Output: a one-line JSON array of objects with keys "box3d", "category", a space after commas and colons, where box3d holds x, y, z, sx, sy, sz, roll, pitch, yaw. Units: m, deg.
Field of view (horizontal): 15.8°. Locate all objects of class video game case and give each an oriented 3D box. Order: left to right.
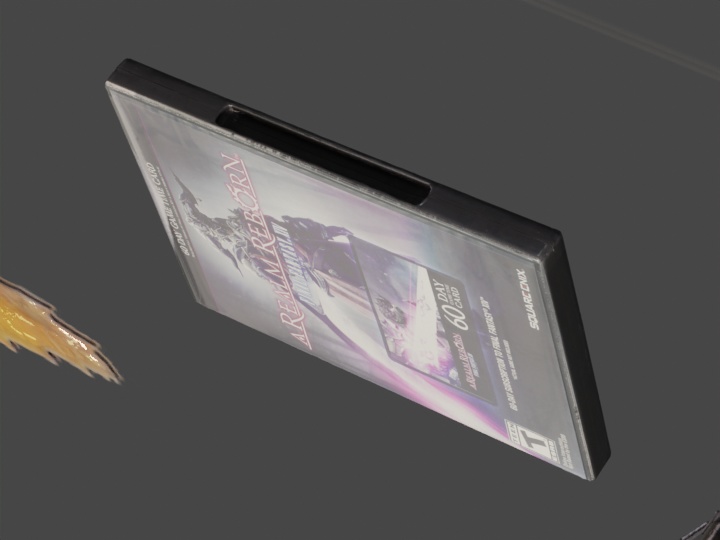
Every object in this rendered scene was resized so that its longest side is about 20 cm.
[{"box3d": [0.000, 0.000, 0.998, 0.200, 0.019, 0.143, 22, 151, 28], "category": "video game case"}]

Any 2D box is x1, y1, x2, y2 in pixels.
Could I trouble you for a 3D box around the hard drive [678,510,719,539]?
[{"box3d": [0.192, 0.183, 1.035, 0.200, 0.038, 0.140, 38, 155, 0], "category": "hard drive"}]
